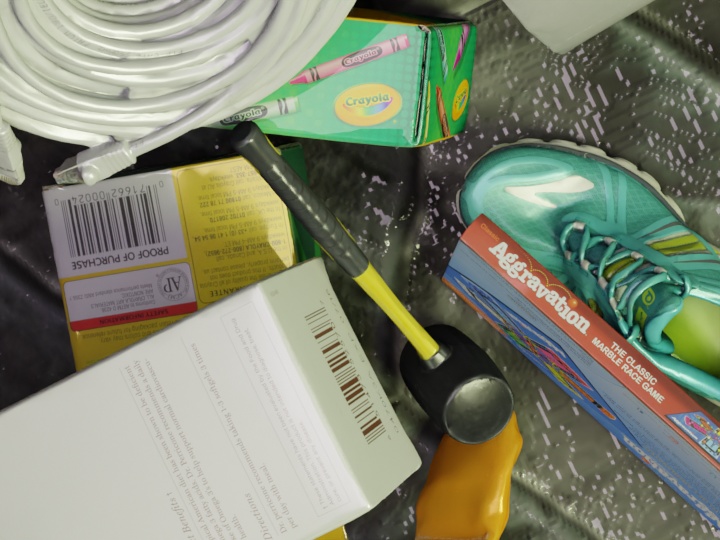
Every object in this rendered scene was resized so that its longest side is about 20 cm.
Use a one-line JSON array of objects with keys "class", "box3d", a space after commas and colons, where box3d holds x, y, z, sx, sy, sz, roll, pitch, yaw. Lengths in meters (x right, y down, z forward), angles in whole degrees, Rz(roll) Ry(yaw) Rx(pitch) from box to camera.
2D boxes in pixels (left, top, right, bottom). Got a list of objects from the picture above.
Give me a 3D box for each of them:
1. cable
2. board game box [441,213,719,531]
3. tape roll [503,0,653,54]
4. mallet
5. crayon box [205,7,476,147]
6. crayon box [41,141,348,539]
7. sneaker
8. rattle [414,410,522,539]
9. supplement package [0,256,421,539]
[{"class": "cable", "box3d": [-0.092, -0.141, 1.136, 0.199, 0.069, 0.200, -20, 137, 0]}, {"class": "board game box", "box3d": [0.121, 0.055, 1.267, 0.200, 0.103, 0.019, 42, 78, 5]}, {"class": "tape roll", "box3d": [0.066, -0.198, 1.200, 0.066, 0.200, 0.201, -29, 89, 14]}, {"class": "mallet", "box3d": [0.000, 0.000, 1.269, 0.041, 0.066, 0.200, -41, 113, -1]}, {"class": "crayon box", "box3d": [-0.054, -0.099, 1.280, 0.199, 0.119, 0.059, 7, 98, 12]}, {"class": "crayon box", "box3d": [-0.077, 0.045, 1.337, 0.126, 0.051, 0.201, -8, 94, 14]}, {"class": "sneaker", "box3d": [0.134, 0.003, 1.269, 0.200, 0.080, 0.078, 33, 102, 8]}, {"class": "rattle", "box3d": [0.095, 0.183, 1.324, 0.200, 0.143, 0.130, 34, 135, -8]}, {"class": "supplement package", "box3d": [-0.092, 0.092, 1.259, 0.200, 0.117, 0.117, -26, 91, 15]}]
